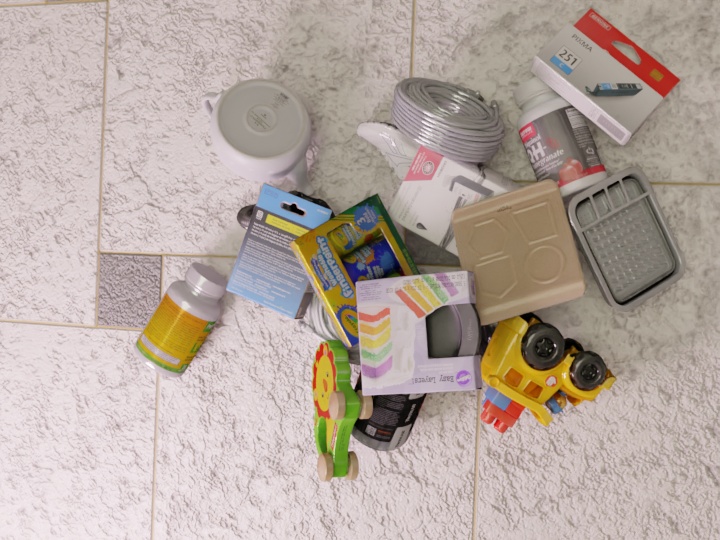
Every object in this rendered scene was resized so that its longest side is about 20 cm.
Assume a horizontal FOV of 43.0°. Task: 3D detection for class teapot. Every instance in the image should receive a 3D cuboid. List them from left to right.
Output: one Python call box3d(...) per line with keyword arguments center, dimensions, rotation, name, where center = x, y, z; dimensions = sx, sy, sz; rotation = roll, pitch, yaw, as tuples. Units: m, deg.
box3d(center=(-0.187, -0.242, 1.672), dimensions=(0.194, 0.146, 0.203), rotation=(-4, 70, -11), name="teapot")

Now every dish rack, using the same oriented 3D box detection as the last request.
box3d(center=(0.423, -0.049, 1.481), dimensions=(0.170, 0.043, 0.202), rotation=(-27, 91, -22), name="dish rack")

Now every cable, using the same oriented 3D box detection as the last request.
box3d(center=(0.004, 0.069, 1.645), dimensions=(0.200, 0.069, 0.201), rotation=(42, 102, 12), name="cable")
box3d(center=(0.144, -0.253, 1.521), dimensions=(0.197, 0.201, 0.070), rotation=(17, 119, -12), name="cable")

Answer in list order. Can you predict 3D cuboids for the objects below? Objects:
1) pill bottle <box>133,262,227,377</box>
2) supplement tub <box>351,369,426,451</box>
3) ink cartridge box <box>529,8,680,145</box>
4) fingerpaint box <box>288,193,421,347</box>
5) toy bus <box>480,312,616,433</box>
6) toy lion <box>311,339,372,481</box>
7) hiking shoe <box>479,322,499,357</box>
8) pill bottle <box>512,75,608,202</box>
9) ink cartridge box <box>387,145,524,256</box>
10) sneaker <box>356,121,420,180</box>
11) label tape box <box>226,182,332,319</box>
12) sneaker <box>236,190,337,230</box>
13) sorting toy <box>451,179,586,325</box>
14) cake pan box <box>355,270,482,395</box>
box3d(center=(-0.334, 0.090, 1.729), dimensions=(0.111, 0.111, 0.201), rotation=(36, 100, 14), name="pill bottle")
box3d(center=(0.054, 0.199, 1.566), dimensions=(0.122, 0.122, 0.202), rotation=(29, 125, 16), name="supplement tub")
box3d(center=(0.404, -0.328, 1.481), dimensions=(0.200, 0.045, 0.176), rotation=(41, 71, 10), name="ink cartridge box")
box3d(center=(0.000, 0.000, 1.537), dimensions=(0.165, 0.073, 0.202), rotation=(-29, 93, -12), name="fingerpaint box")
box3d(center=(0.285, 0.183, 1.488), dimensions=(0.198, 0.136, 0.194), rotation=(29, 92, -9), name="toy bus")
box3d(center=(-0.048, 0.230, 1.576), dimensions=(0.068, 0.192, 0.203), rotation=(1, 116, -21), name="toy lion")
box3d(center=(0.205, 0.077, 1.585), dimensions=(0.199, 0.076, 0.101), rotation=(40, 93, 5), name="hiking shoe")
box3d(center=(0.326, -0.220, 1.520), dimensions=(0.110, 0.111, 0.203), rotation=(-22, 83, 16), name="pill bottle")
box3d(center=(0.164, -0.114, 1.554), dimensions=(0.198, 0.085, 0.147), rotation=(27, 111, 1), name="ink cartridge box")
box3d(center=(0.074, -0.204, 1.623), dimensions=(0.198, 0.074, 0.088), rotation=(29, 103, 16), name="sneaker")
box3d(center=(-0.135, -0.033, 1.620), dimensions=(0.143, 0.063, 0.203), rotation=(22, 95, 15), name="label tape box")
box3d(center=(-0.139, -0.111, 1.672), dimensions=(0.197, 0.091, 0.067), rotation=(4, 61, 15), name="sneaker")
box3d(center=(0.249, -0.028, 1.459), dimensions=(0.183, 0.036, 0.203), rotation=(-17, 66, 16), name="sorting toy")
box3d(center=(0.095, 0.100, 1.438), dimensions=(0.197, 0.052, 0.187), rotation=(-4, 86, 20), name="cake pan box")
